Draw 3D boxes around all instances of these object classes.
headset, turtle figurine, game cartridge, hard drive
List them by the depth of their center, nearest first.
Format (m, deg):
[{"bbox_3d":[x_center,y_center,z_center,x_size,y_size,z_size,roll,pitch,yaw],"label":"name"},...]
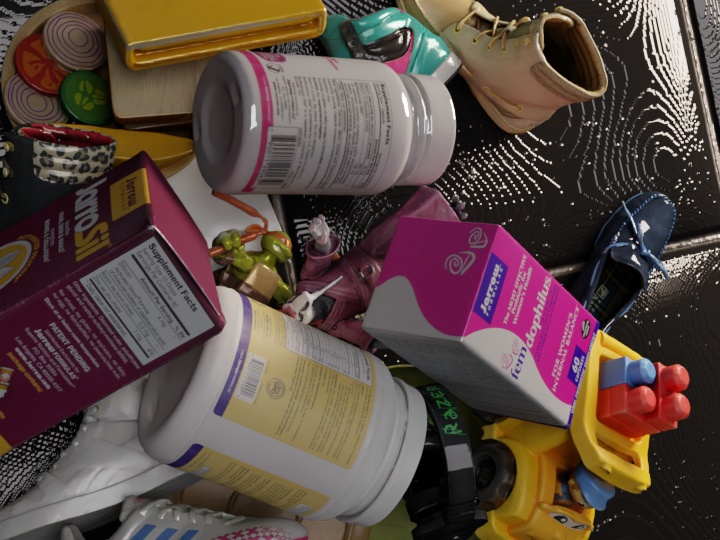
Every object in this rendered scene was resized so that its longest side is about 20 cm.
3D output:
[{"bbox_3d":[-0.146,-0.256,1.052,0.175,0.033,0.201,-14,50,-21],"label":"game cartridge"},{"bbox_3d":[0.050,0.192,1.053,0.093,0.124,0.201,-9,127,-14],"label":"headset"},{"bbox_3d":[-0.107,0.021,1.068,0.162,0.064,0.200,-59,143,-9],"label":"turtle figurine"},{"bbox_3d":[-0.181,-0.050,1.080,0.199,0.027,0.133,-24,94,-21],"label":"hard drive"}]

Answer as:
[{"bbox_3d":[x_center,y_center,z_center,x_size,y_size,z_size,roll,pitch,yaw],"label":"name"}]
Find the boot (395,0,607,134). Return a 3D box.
[{"bbox_3d":[0.130,-0.222,1.145,0.073,0.155,0.200,-44,100,-18],"label":"boot"}]

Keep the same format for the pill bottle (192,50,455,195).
[{"bbox_3d":[-0.028,-0.119,1.013,0.199,0.113,0.114,-1,85,-31],"label":"pill bottle"}]

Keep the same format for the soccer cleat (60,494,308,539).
[{"bbox_3d":[-0.143,0.212,0.971,0.198,0.070,0.087,-14,75,-7],"label":"soccer cleat"}]

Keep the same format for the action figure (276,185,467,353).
[{"bbox_3d":[0.000,0.000,1.079,0.199,0.149,0.135,-26,100,-17],"label":"action figure"}]

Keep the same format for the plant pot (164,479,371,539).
[{"bbox_3d":[-0.085,0.211,1.071,0.198,0.027,0.202,0,88,-8],"label":"plant pot"}]

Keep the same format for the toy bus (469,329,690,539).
[{"bbox_3d":[0.202,0.151,1.097,0.135,0.191,0.201,30,57,-36],"label":"toy bus"}]

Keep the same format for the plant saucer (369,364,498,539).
[{"bbox_3d":[0.039,0.189,1.139,0.198,0.031,0.202,2,84,-20],"label":"plant saucer"}]

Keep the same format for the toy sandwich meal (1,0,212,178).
[{"bbox_3d":[-0.201,-0.162,1.040,0.203,0.070,0.207,6,69,-17],"label":"toy sandwich meal"}]

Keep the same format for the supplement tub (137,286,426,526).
[{"bbox_3d":[-0.061,0.113,0.982,0.199,0.145,0.146,26,76,-22],"label":"supplement tub"}]

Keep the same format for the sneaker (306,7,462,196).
[{"bbox_3d":[-0.010,-0.172,1.126,0.200,0.084,0.121,-45,100,-18],"label":"sneaker"}]

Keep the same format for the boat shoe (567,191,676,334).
[{"bbox_3d":[0.265,0.007,1.222,0.084,0.069,0.201,35,74,-14],"label":"boat shoe"}]

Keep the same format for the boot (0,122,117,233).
[{"bbox_3d":[-0.291,-0.043,0.973,0.202,0.074,0.155,5,113,-10],"label":"boot"}]

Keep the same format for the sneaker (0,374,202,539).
[{"bbox_3d":[-0.229,0.152,1.029,0.199,0.074,0.116,-21,73,-11],"label":"sneaker"}]

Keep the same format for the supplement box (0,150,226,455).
[{"bbox_3d":[-0.213,0.023,0.902,0.199,0.131,0.104,-29,121,3],"label":"supplement box"}]

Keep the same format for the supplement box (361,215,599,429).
[{"bbox_3d":[0.104,0.045,1.014,0.200,0.103,0.102,36,67,-46],"label":"supplement box"}]
